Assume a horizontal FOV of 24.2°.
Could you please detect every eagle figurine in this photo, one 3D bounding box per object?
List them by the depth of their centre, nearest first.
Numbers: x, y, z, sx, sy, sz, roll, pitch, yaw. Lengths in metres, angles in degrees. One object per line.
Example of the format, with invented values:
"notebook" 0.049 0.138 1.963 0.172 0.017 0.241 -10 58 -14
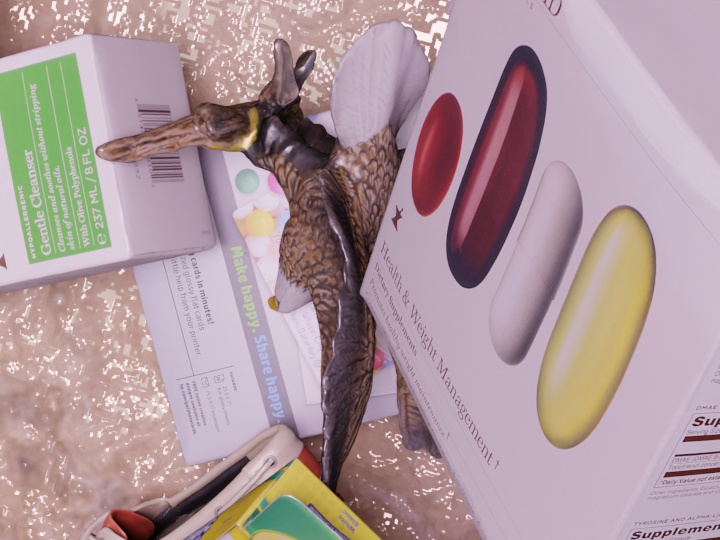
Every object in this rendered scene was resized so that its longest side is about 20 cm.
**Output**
"eagle figurine" -0.001 0.002 0.761 0.152 0.151 0.200 -31 79 -5

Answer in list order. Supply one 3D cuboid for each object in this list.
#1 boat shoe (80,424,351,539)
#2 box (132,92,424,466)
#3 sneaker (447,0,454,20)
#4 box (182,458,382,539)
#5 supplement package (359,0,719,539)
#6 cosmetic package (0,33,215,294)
"boat shoe" -0.101 0.140 0.836 0.200 0.071 0.063 -27 113 18
"box" -0.010 -0.001 0.842 0.200 0.041 0.156 -14 92 8
"sneaker" 0.094 -0.089 0.706 0.115 0.075 0.200 6 90 49
"box" -0.032 0.156 0.719 0.117 0.048 0.200 45 142 -4
"supplement package" 0.117 -0.004 0.596 0.147 0.191 0.200 -4 134 -25
"cosmetic package" -0.181 -0.041 0.816 0.200 0.085 0.108 -12 89 24
